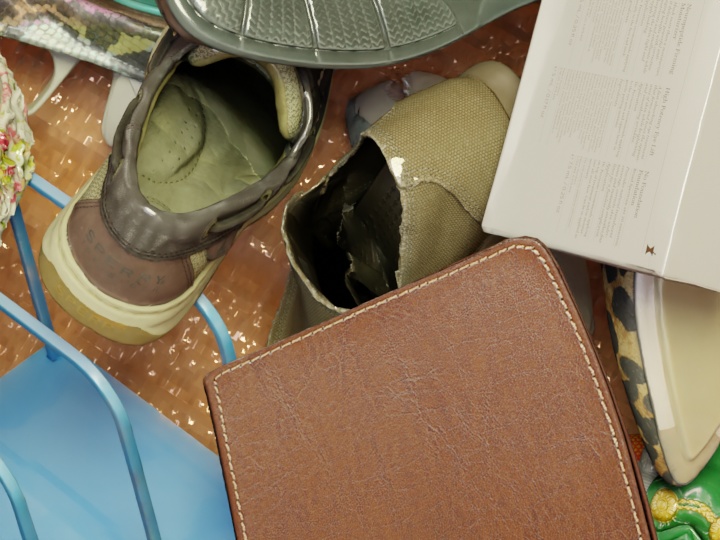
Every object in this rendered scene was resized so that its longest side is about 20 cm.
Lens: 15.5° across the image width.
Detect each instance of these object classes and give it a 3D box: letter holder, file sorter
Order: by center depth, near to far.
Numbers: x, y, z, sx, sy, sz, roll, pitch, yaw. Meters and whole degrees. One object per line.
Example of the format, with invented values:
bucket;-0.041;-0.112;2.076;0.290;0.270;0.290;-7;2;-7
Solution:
letter holder;0.048;0.109;0.872;0.142;0.101;0.201;-25;60;21
file sorter;-0.151;0.077;0.936;0.200;0.123;0.139;-37;50;-26

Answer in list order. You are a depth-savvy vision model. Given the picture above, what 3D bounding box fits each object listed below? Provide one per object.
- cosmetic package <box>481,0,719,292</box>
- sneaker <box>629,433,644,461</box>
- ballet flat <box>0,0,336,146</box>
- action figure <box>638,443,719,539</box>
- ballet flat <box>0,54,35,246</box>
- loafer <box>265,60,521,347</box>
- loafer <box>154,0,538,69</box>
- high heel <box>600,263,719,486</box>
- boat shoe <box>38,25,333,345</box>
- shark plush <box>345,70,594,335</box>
cosmetic package;0.109;-0.098;0.871;0.082;0.051;0.201;16;92;47
sneaker;0.154;0.109;0.976;0.199;0.077;0.073;20;89;14
ballet flat;-0.110;-0.090;1.031;0.199;0.069;0.071;18;103;-4
action figure;0.150;0.044;0.961;0.118;0.055;0.200;19;67;26
ballet flat;-0.148;-0.037;0.917;0.075;0.064;0.200;8;43;-11
loafer;0.000;0.000;0.963;0.067;0.200;0.076;-7;52;-32
loafer;0.017;-0.107;0.918;0.199;0.063;0.072;-14;88;-23
high heel;0.102;-0.022;0.972;0.071;0.142;0.201;8;85;-23
boat shoe;-0.044;-0.055;0.920;0.072;0.201;0.066;38;132;-8
shark plush;0.050;0.018;1.009;0.083;0.091;0.201;-18;86;26
